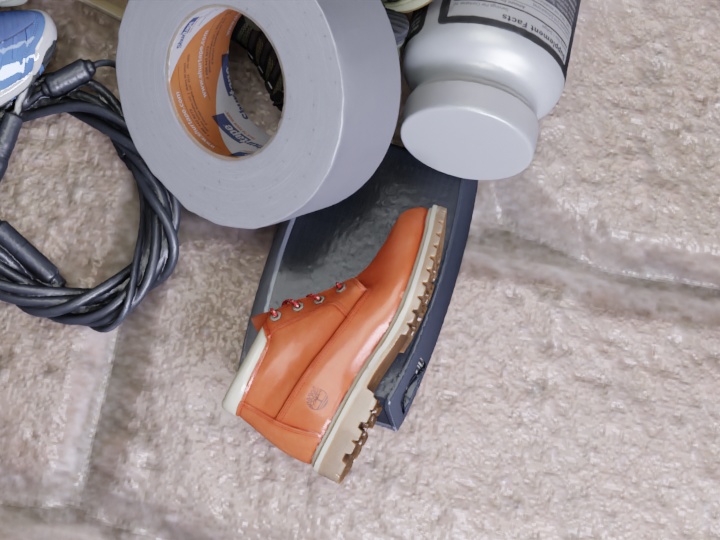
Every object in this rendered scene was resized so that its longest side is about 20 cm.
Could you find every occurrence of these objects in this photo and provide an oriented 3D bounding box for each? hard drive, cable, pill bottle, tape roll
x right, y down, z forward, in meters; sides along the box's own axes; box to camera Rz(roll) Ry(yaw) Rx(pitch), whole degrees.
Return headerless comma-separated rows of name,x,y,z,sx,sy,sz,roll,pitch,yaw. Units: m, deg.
hard drive,0.000,0.000,1.357,0.135,0.042,0.200,18,74,3
cable,-0.213,-0.049,1.359,0.163,0.051,0.200,-15,76,-6
pill bottle,0.094,-0.173,1.358,0.116,0.116,0.200,13,65,2
tape roll,-0.072,-0.132,1.296,0.066,0.200,0.200,-21,71,-51

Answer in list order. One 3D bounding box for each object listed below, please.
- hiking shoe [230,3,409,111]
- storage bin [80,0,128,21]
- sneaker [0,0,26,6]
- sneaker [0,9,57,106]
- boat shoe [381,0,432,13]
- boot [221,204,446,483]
hiking shoe,-0.054,-0.151,1.359,0.200,0.076,0.101,22,113,42
storage bin,-0.196,-0.316,1.415,0.198,0.094,0.200,28,75,5
sneaker,-0.330,-0.229,1.356,0.200,0.085,0.077,12,109,27
sneaker,-0.315,-0.152,1.358,0.200,0.077,0.076,-15,53,-4
boat shoe,0.017,-0.220,1.337,0.065,0.200,0.073,27,68,-21
boot,-0.014,0.031,1.290,0.107,0.075,0.200,26,78,10
